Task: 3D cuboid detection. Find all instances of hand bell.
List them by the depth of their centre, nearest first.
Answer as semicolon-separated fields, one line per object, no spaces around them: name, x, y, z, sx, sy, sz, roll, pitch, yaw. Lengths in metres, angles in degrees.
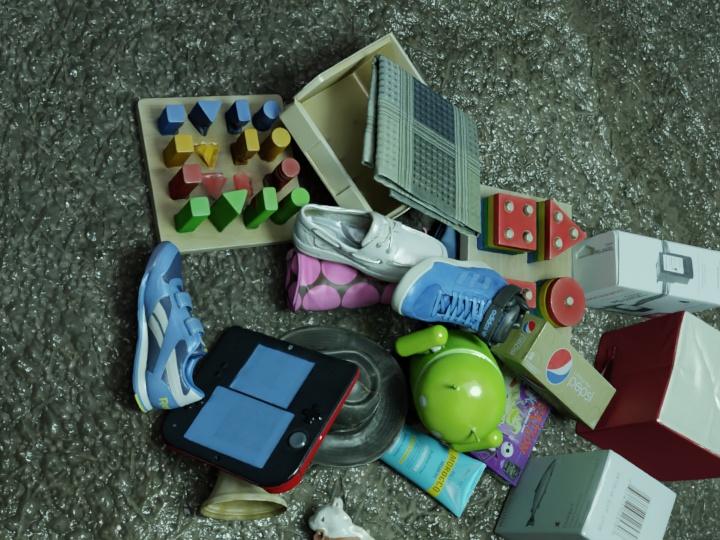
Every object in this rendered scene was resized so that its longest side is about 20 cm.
hand bell;-0.140;0.189;1.220;0.103;0.104;0.202;9;61;-23

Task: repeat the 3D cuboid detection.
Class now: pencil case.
pencil case;0.000;0.000;1.303;0.197;0.091;0.095;-6;92;-13

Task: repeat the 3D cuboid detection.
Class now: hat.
hat;-0.034;0.141;1.239;0.198;0.081;0.203;2;63;-5

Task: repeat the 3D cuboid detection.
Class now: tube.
tube;0.071;0.241;1.320;0.199;0.050;0.078;34;84;-18

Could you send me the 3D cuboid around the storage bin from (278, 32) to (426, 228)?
storage bin;0.020;-0.180;1.338;0.201;0.093;0.198;56;42;-6

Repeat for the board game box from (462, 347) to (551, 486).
board game box;0.206;0.182;1.408;0.120;0.032;0.201;38;64;-17

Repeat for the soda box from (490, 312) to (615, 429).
soda box;0.262;0.135;1.360;0.200;0.064;0.068;41;78;-37

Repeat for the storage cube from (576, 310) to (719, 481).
storage cube;0.446;0.183;1.436;0.199;0.180;0.172;29;67;-15

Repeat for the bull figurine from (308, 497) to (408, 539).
bull figurine;-0.003;0.377;1.228;0.120;0.065;0.203;-2;84;8

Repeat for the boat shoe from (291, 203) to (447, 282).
boat shoe;0.015;-0.038;1.240;0.197;0.070;0.072;10;61;-4

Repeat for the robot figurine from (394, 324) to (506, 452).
robot figurine;0.121;0.144;1.276;0.115;0.200;0.177;-27;102;4

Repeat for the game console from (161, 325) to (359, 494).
game console;-0.120;0.156;1.176;0.178;0.198;0.031;-59;146;-24

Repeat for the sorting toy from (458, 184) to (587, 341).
sorting toy;0.234;-0.011;1.398;0.197;0.069;0.203;8;79;-34

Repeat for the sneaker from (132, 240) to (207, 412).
sneaker;-0.219;0.066;1.195;0.081;0.074;0.203;0;83;7

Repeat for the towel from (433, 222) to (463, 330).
towel;0.143;-0.011;1.414;0.111;0.048;0.201;36;64;-14

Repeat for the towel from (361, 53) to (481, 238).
towel;0.081;-0.156;1.300;0.191;0.034;0.202;28;50;-34

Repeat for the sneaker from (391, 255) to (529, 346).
sneaker;0.131;0.042;1.228;0.111;0.077;0.199;38;23;31

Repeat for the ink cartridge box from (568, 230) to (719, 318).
ink cartridge box;0.406;0.010;1.479;0.198;0.145;0.085;9;76;-23

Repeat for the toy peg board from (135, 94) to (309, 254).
toy peg board;-0.161;-0.136;1.272;0.198;0.098;0.202;-7;80;-27

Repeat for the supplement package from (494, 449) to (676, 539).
supplement package;0.287;0.316;1.313;0.117;0.200;0.118;33;65;-14
